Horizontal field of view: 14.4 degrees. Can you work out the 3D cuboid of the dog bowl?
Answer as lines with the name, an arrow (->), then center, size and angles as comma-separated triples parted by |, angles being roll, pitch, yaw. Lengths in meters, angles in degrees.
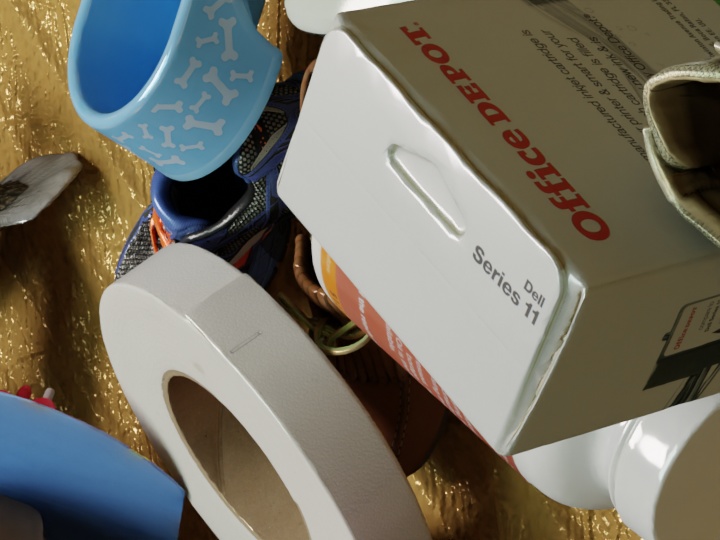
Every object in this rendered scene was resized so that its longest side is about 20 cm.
dog bowl -> -0.069, -0.141, 1.230 | 0.111, 0.050, 0.200 | 17, 88, 56

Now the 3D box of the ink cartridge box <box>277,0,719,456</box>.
ink cartridge box -> 0.093, -0.030, 0.987 | 0.147, 0.200, 0.083 | 50, 136, 32

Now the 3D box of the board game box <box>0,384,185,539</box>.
board game box -> -0.159, 0.094, 1.405 | 0.158, 0.039, 0.200 | 18, 150, 3

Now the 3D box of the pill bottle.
pill bottle -> 0.079, 0.020, 1.094 | 0.200, 0.112, 0.112 | 42, 131, 38

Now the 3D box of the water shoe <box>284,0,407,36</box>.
water shoe -> 0.049, -0.140, 1.130 | 0.200, 0.071, 0.079 | -6, 92, 43

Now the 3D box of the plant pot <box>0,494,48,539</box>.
plant pot -> -0.151, 0.226, 1.380 | 0.200, 0.174, 0.200 | -61, 13, 26

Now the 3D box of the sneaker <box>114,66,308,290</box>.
sneaker -> -0.069, -0.033, 1.302 | 0.200, 0.078, 0.075 | -47, 62, 48

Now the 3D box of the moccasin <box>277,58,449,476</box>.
moccasin -> 0.001, 0.001, 1.215 | 0.074, 0.078, 0.202 | 31, 129, 41

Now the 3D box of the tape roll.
tape roll -> -0.043, 0.078, 1.265 | 0.203, 0.037, 0.203 | 46, 158, 24

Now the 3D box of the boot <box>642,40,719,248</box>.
boot -> 0.149, -0.078, 0.937 | 0.200, 0.154, 0.072 | 58, 139, 24

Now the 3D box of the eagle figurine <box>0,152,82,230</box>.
eagle figurine -> -0.240, 0.001, 1.478 | 0.151, 0.152, 0.200 | 33, 130, 36
